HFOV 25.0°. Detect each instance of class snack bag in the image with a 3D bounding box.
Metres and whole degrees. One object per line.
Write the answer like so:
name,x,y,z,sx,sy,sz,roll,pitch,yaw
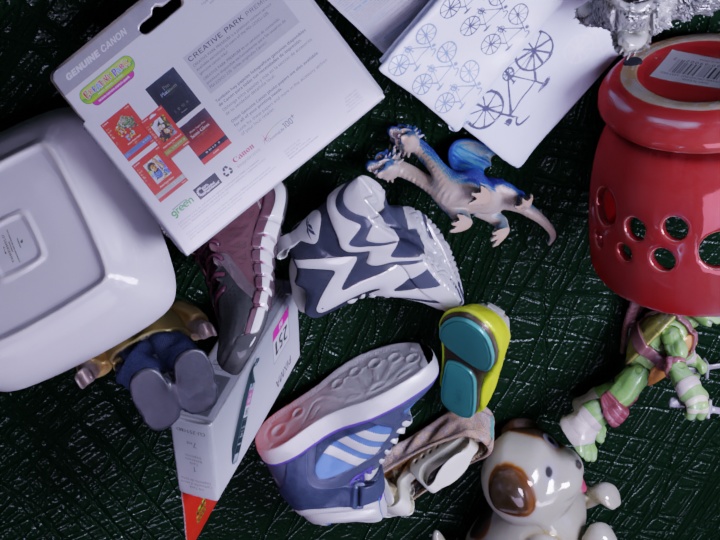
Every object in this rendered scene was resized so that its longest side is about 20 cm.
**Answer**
snack bag,0.134,-0.187,1.331,0.189,0.021,0.200,-47,132,9

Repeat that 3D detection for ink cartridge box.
ink cartridge box,-0.107,0.132,1.455,0.043,0.200,0.175,11,130,16
ink cartridge box,-0.113,-0.145,1.269,0.199,0.084,0.176,-38,101,1

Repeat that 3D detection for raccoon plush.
raccoon plush,0.270,-0.209,1.314,0.199,0.097,0.134,33,98,-31

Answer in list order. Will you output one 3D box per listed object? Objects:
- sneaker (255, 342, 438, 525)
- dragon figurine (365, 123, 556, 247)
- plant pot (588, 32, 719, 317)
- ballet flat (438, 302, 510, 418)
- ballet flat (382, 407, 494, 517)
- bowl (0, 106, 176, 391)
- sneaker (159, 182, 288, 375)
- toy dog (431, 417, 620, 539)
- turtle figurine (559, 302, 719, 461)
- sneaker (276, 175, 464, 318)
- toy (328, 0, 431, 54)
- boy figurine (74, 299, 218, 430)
sneaker,0.010,0.169,1.569,0.199,0.081,0.147,-30,122,5
dragon figurine,0.097,-0.076,1.423,0.199,0.100,0.059,8,126,-41
plant pot,0.288,-0.087,1.370,0.199,0.201,0.184,-12,124,-3
ballet flat,0.109,0.069,1.507,0.067,0.067,0.200,-51,163,-24
ballet flat,0.051,0.204,1.624,0.200,0.067,0.068,-38,127,17
bowl,-0.268,-0.020,1.309,0.199,0.075,0.201,-26,83,8
sneaker,-0.131,-0.008,1.352,0.115,0.201,0.076,18,136,-13
toy dog,0.174,0.245,1.657,0.192,0.140,0.201,15,132,19
turtle figurine,0.304,0.122,1.568,0.194,0.144,0.200,-40,121,23
sneaker,0.000,0.000,1.448,0.129,0.080,0.199,-26,150,22
toy,0.048,-0.229,1.305,0.115,0.047,0.200,-39,130,13
boy figurine,-0.187,0.066,1.380,0.124,0.200,0.065,-24,114,-14
